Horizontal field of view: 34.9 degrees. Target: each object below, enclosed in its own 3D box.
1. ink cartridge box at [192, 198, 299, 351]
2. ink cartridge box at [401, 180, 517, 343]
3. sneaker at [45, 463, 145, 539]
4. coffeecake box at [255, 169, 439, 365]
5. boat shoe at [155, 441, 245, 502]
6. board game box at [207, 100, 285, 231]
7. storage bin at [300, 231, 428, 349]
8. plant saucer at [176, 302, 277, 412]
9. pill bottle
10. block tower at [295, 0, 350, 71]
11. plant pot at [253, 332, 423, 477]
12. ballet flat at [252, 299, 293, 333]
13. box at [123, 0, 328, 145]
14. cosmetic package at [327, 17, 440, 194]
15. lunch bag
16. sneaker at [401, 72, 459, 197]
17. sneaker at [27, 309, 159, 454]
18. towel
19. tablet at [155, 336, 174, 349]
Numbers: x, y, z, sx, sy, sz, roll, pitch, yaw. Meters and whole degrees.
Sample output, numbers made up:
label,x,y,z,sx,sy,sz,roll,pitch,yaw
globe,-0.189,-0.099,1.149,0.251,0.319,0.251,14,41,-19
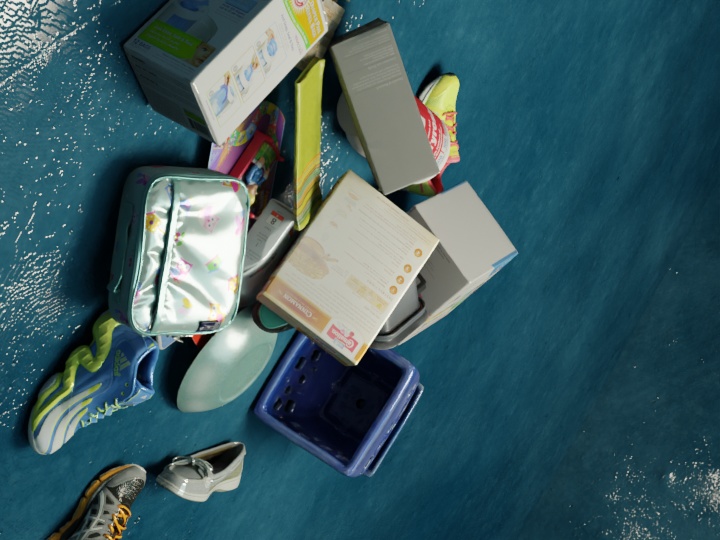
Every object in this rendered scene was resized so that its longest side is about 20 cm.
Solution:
label,x,y,z,sx,sy,sz,roll,pitch,yaw
ink cartridge box,-0.149,0.019,1.514,0.202,0.050,0.162,-59,173,-14
ink cartridge box,0.112,-0.011,1.806,0.146,0.147,0.200,-28,168,-46
sneaker,-0.348,0.349,1.527,0.201,0.077,0.079,-52,150,-17
coffeecake box,-0.017,-0.002,1.498,0.201,0.153,0.073,-55,-173,-12
boat shoe,-0.230,0.291,1.681,0.201,0.074,0.066,9,103,-65
board game box,-0.136,-0.114,1.459,0.157,0.039,0.203,-29,139,-54
storage bin,0.000,0.000,1.669,0.145,0.198,0.136,-35,134,-39
plant saucer,-0.173,0.131,1.606,0.201,0.039,0.202,-46,162,-19
pill bottle,0.045,-0.201,1.625,0.113,0.111,0.199,-61,153,3
block tower,-0.045,-0.345,1.398,0.202,0.057,0.054,-62,153,7
plant pot,-0.020,0.205,1.822,0.202,0.198,0.180,-58,158,-5
ballet flat,-0.055,0.036,1.559,0.197,0.073,0.074,-16,137,-14
box,-0.142,-0.255,1.253,0.200,0.112,0.102,-49,150,-21
cosmetic package,0.028,-0.208,1.460,0.089,0.107,0.202,-23,107,0
lunch bag,-0.214,-0.018,1.342,0.159,0.077,0.203,0,102,-44
sneaker,0.124,-0.205,1.779,0.078,0.090,0.203,-14,127,-52
sneaker,-0.311,0.146,1.361,0.202,0.104,0.076,-59,152,-3
towel,-0.064,-0.155,1.422,0.086,0.018,0.203,-65,161,-55
tablet,-0.221,-0.002,1.472,0.130,0.014,0.202,-38,146,-37
